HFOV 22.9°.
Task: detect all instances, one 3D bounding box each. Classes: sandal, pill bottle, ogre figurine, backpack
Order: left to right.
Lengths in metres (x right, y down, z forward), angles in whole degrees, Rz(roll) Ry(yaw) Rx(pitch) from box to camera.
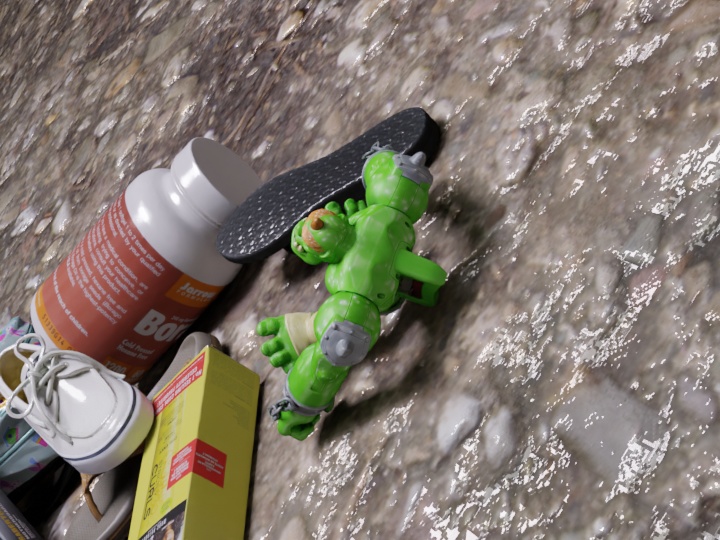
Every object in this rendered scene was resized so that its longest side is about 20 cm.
[{"bbox_3d":[-0.307,0.135,1.486,0.200,0.126,0.167,-36,27,31],"label":"backpack"},{"bbox_3d":[-0.173,0.127,1.328,0.201,0.054,0.082,-59,24,-8],"label":"sandal"},{"bbox_3d":[-0.163,-0.007,1.412,0.200,0.112,0.112,-46,25,22],"label":"pill bottle"},{"bbox_3d":[-0.021,-0.048,1.291,0.200,0.048,0.076,-26,34,28],"label":"sandal"},{"bbox_3d":[0.000,0.000,1.127,0.200,0.098,0.120,-49,2,-22],"label":"ogre figurine"}]

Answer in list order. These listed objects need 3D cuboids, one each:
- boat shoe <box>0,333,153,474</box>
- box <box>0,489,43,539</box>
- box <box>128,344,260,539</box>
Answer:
[{"bbox_3d":[-0.224,0.085,1.305,0.075,0.086,0.202,-52,28,-10],"label":"boat shoe"},{"bbox_3d":[-0.353,0.242,1.405,0.200,0.158,0.048,-47,-13,17],"label":"box"},{"bbox_3d":[-0.113,0.147,1.197,0.075,0.050,0.201,-42,26,32],"label":"box"}]
